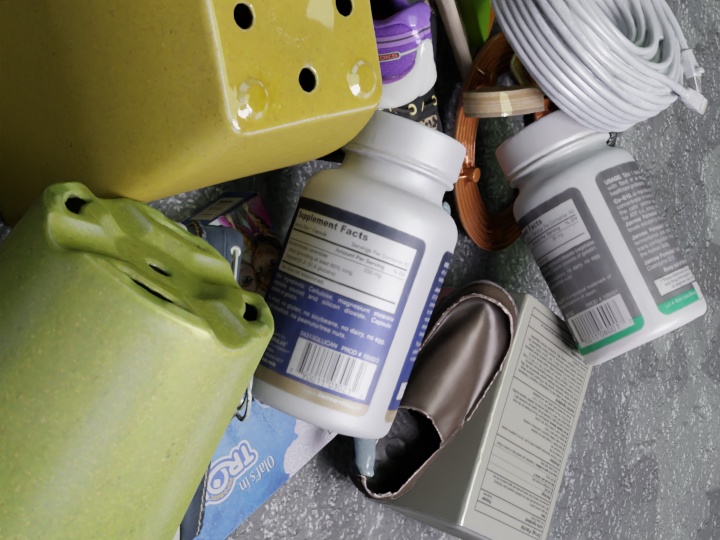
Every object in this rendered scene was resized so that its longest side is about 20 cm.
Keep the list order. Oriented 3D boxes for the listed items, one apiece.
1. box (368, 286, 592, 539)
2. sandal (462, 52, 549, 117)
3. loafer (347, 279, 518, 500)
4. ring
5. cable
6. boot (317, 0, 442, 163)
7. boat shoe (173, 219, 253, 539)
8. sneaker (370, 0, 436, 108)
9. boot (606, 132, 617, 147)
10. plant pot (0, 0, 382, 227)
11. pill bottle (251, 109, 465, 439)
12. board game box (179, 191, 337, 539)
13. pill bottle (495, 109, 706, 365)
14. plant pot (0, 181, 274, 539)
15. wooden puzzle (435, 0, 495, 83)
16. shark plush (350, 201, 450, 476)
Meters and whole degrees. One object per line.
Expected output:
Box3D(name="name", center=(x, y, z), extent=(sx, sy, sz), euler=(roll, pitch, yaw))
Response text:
Box3D(name="box", center=(0.110, 0.131, 0.871), extent=(0.128, 0.108, 0.202), euler=(34, 70, -41))
Box3D(name="sandal", center=(0.161, -0.178, 0.854), extent=(0.211, 0.077, 0.070), euler=(-19, 110, -46))
Box3D(name="loafer", center=(0.061, 0.101, 0.772), extent=(0.073, 0.071, 0.201), euler=(29, 97, -3))
Box3D(name="ring", center=(0.139, -0.117, 0.918), extent=(0.200, 0.019, 0.203), euler=(-23, 118, -52))
Box3D(name="cable", center=(0.183, -0.209, 0.805), extent=(0.199, 0.069, 0.202), euler=(2, 64, -44))
Box3D(name="boot", center=(0.007, -0.160, 0.770), extent=(0.199, 0.073, 0.153), euler=(-2, 94, -55))
Box3D(name="boat shoe", center=(-0.103, 0.070, 0.626), extent=(0.061, 0.075, 0.203), euler=(3, 81, -32))
Box3D(name="sneaker", center=(-0.017, -0.191, 0.672), extent=(0.080, 0.200, 0.084), euler=(-30, 143, -31))
Box3D(name="boot", center=(0.231, -0.111, 1.009), extent=(0.165, 0.065, 0.202), euler=(68, 22, -65))
Box3D(name="plant pot", center=(-0.098, -0.139, 0.588), extent=(0.194, 0.199, 0.197), euler=(-20, 106, -43))
Box3D(name="pill bottle", center=(0.000, 0.000, 0.668), extent=(0.110, 0.111, 0.202), euler=(20, 90, -43))
Box3D(name="board game box", center=(-0.113, 0.080, 0.693), extent=(0.200, 0.043, 0.201), euler=(-39, 119, -35))
Box3D(name="pill bottle", center=(0.199, -0.032, 0.844), extent=(0.112, 0.113, 0.202), euler=(-17, 79, -43))
Box3D(name="plant pot", center=(-0.145, 0.065, 0.501), extent=(0.199, 0.200, 0.185), euler=(23, 106, -43))
Box3D(name="wooden puzzle", center=(0.104, -0.281, 0.838), extent=(0.185, 0.037, 0.202), euler=(47, 54, -69))
Box3D(name="shark plush", center=(0.014, 0.044, 0.734), extent=(0.091, 0.083, 0.201), euler=(35, 67, -24))
